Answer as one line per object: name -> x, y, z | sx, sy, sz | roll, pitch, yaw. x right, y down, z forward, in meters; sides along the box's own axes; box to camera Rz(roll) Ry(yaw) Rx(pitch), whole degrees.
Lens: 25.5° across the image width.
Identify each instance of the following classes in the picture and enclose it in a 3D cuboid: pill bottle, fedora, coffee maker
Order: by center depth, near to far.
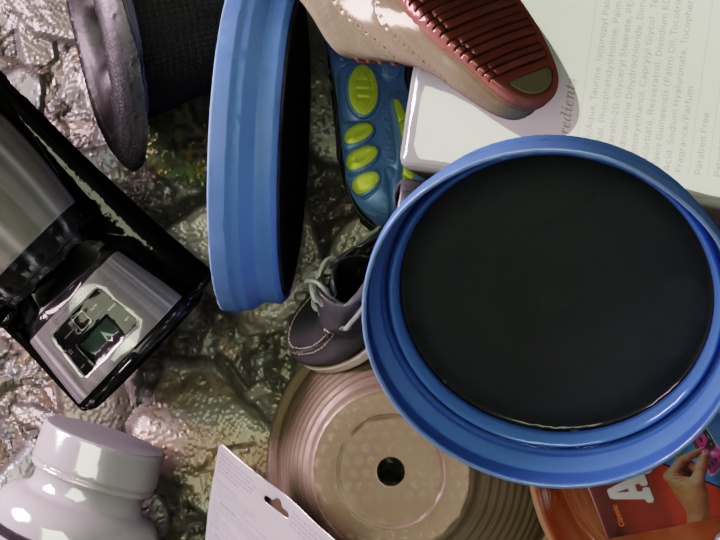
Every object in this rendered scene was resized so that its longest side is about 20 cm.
fedora -> -0.133, -0.163, 1.021 | 0.091, 0.201, 0.202 | -12, 82, -14
pill bottle -> -0.196, 0.202, 1.027 | 0.111, 0.111, 0.201 | 19, 90, 15
coffee maker -> -0.197, -0.026, 1.029 | 0.200, 0.192, 0.135 | 45, 121, -7

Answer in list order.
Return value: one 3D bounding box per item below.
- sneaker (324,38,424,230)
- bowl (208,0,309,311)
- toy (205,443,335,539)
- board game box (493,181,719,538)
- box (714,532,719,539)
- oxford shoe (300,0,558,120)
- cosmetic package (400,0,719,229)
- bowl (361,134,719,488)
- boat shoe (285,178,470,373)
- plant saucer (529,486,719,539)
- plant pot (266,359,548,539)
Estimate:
sneaker -> 0.008, -0.117, 1.015 | 0.070, 0.083, 0.201 | 1, 70, -7
bowl -> -0.058, -0.076, 0.959 | 0.039, 0.201, 0.202 | 3, 87, 3
toy -> -0.052, 0.215, 0.989 | 0.115, 0.047, 0.201 | 33, 122, 37
board game box -> 0.154, 0.055, 0.877 | 0.103, 0.019, 0.201 | -15, 113, 21
box -> 0.290, 0.211, 0.915 | 0.119, 0.041, 0.200 | -39, 86, 5
oxford shoe -> 0.026, -0.137, 0.857 | 0.200, 0.070, 0.075 | 47, 135, 26
cosmetic package -> 0.146, -0.118, 0.931 | 0.199, 0.167, 0.167 | 8, 89, 15
bowl -> 0.101, 0.021, 0.837 | 0.199, 0.039, 0.202 | 5, 118, 9
boat shoe -> 0.000, 0.000, 0.933 | 0.200, 0.062, 0.073 | -37, 40, 49
plant saucer -> 0.198, 0.110, 0.947 | 0.199, 0.032, 0.201 | 0, 96, 2
plant pot -> 0.030, 0.122, 0.983 | 0.200, 0.093, 0.202 | -1, 85, 14
